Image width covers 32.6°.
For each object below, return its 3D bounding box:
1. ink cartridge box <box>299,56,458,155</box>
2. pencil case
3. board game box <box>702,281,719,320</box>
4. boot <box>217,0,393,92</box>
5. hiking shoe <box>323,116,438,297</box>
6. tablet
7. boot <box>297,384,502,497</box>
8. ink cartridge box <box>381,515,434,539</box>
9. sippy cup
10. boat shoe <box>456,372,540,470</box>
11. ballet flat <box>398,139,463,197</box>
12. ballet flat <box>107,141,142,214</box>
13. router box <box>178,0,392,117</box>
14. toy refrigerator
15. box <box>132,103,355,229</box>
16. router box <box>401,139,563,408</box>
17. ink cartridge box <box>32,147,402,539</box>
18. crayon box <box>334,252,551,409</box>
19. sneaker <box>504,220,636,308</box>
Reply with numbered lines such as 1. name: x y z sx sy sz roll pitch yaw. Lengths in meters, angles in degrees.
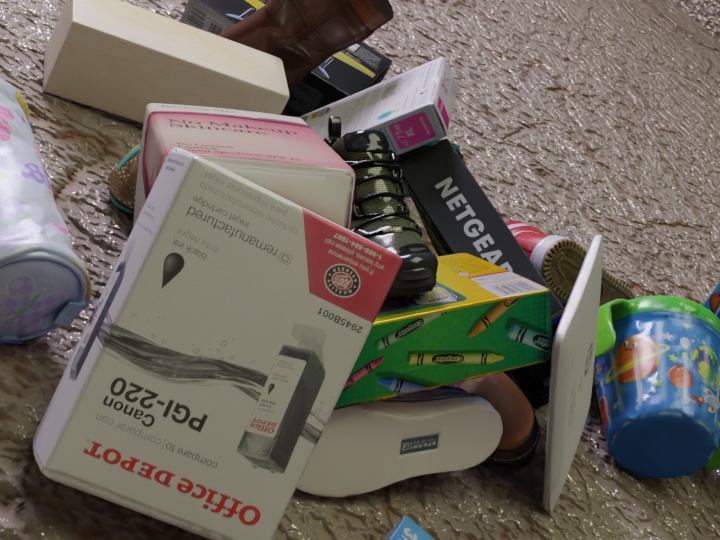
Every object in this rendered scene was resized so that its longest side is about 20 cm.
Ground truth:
1. ink cartridge box: -0.011 -0.124 1.122 0.119 0.200 0.042 -73 140 -59
2. pencil case: -0.244 -0.046 0.826 0.091 0.083 0.200 3 43 -37
3. board game box: 0.379 0.100 1.186 0.045 0.200 0.152 -20 58 -31
4. boot: -0.099 -0.242 1.134 0.186 0.200 0.064 49 27 -20
5. hiking shoe: -0.001 -0.048 0.896 0.076 0.101 0.200 -9 24 -19
6. tablet: 0.170 0.084 0.974 0.014 0.200 0.130 13 45 18
7. boot: 0.002 0.112 0.905 0.200 0.073 0.090 3 17 -36
8. ink cartridge box: 0.068 0.259 0.745 0.200 0.068 0.115 40 29 4
9. sippy cup: 0.276 0.115 1.134 0.177 0.140 0.130 13 43 -3
10. boat shoe: 0.080 0.081 1.030 0.200 0.070 0.070 60 -2 31
11. ballet flat: 0.042 -0.109 1.205 0.073 0.073 0.200 21 8 -27
12. ballet flat: -0.107 -0.057 1.012 0.200 0.065 0.071 16 32 -35
13. router box: -0.078 -0.233 1.300 0.200 0.052 0.157 32 29 0
14. toy refrigerator: -0.171 -0.175 1.086 0.200 0.076 0.070 16 37 -25
15. box: -0.090 -0.046 0.871 0.128 0.109 0.200 4 16 -15
16. router box: 0.116 0.005 1.084 0.200 0.052 0.157 60 0 32
17. ink cartridge box: -0.086 0.048 0.733 0.145 0.200 0.085 25 1 -19
18. crayon box: 0.023 0.041 0.890 0.200 0.058 0.119 -10 18 -24
19. sneaker: 0.201 0.017 1.239 0.112 0.071 0.200 25 -15 49
